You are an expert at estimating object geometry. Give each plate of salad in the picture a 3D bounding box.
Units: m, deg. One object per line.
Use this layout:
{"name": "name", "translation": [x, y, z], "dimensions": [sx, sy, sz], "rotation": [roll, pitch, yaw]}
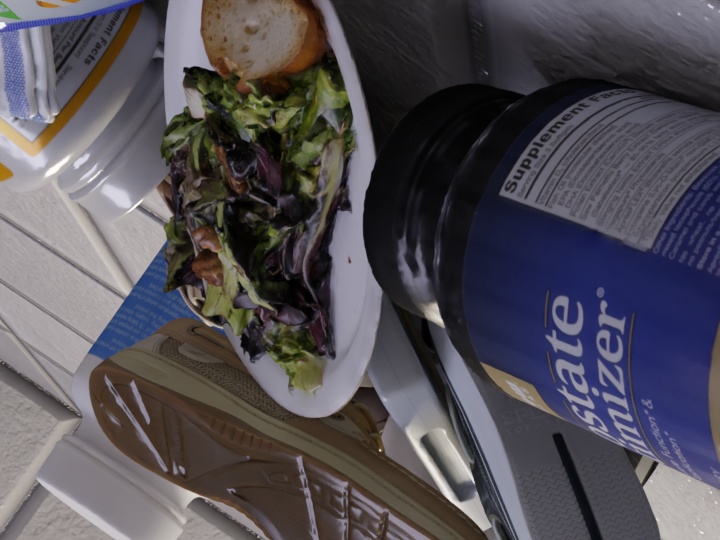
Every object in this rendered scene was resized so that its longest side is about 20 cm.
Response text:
{"name": "plate of salad", "translation": [-0.045, -0.040, 0.866], "dimensions": [0.200, 0.048, 0.202], "rotation": [38, 135, 53]}

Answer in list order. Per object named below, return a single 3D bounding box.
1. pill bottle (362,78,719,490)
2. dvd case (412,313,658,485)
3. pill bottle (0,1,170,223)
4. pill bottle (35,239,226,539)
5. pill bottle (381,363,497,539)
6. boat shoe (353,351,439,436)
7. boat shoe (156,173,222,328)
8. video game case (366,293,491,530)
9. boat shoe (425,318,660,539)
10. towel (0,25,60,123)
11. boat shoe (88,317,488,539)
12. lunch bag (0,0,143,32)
{"name": "pill bottle", "translation": [0.095, 0.001, 0.728], "dimensions": [0.199, 0.112, 0.112], "rotation": [22, 162, 47]}
{"name": "dvd case", "translation": [0.092, 0.048, 1.134], "dimensions": [0.150, 0.025, 0.200], "rotation": [33, 169, 10]}
{"name": "pill bottle", "translation": [-0.169, -0.112, 1.028], "dimensions": [0.200, 0.110, 0.109], "rotation": [40, 167, -19]}
{"name": "pill bottle", "translation": [-0.087, 0.053, 1.219], "dimensions": [0.112, 0.201, 0.112], "rotation": [34, 168, 8]}
{"name": "pill bottle", "translation": [0.075, 0.120, 1.133], "dimensions": [0.111, 0.112, 0.200], "rotation": [31, 168, 17]}
{"name": "boat shoe", "translation": [-0.008, 0.065, 1.117], "dimensions": [0.071, 0.060, 0.200], "rotation": [21, -175, 15]}
{"name": "boat shoe", "translation": [-0.050, 0.000, 1.047], "dimensions": [0.076, 0.071, 0.200], "rotation": [62, -179, -32]}
{"name": "video game case", "translation": [0.000, 0.000, 0.973], "dimensions": [0.201, 0.023, 0.182], "rotation": [64, -178, 27]}
{"name": "boat shoe", "translation": [0.061, 0.054, 0.884], "dimensions": [0.072, 0.201, 0.071], "rotation": [-4, 151, -14]}
{"name": "towel", "translation": [-0.228, -0.129, 0.944], "dimensions": [0.198, 0.024, 0.148], "rotation": [2, 121, 5]}
{"name": "boat shoe", "translation": [-0.020, 0.075, 0.931], "dimensions": [0.199, 0.064, 0.072], "rotation": [30, 136, 24]}
{"name": "lunch bag", "translation": [-0.166, -0.164, 0.807], "dimensions": [0.199, 0.125, 0.170], "rotation": [22, 168, 1]}
